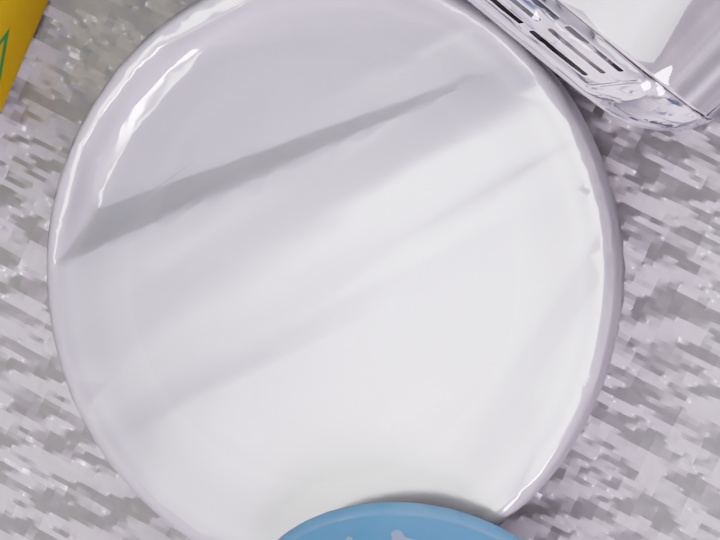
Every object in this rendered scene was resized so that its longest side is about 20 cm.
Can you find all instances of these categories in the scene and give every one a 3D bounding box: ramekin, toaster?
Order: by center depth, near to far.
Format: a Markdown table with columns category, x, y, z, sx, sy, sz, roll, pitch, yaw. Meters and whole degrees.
| category | x | y | z | sx | sy | sz | roll | pitch | yaw |
| --- | --- | --- | --- | --- | --- | --- | --- | --- | --- |
| toaster | 0.080 | -0.136 | 0.852 | 0.200 | 0.114 | 0.129 | 40 | 100 | 6 |
| ramekin | 0.000 | 0.000 | 0.917 | 0.201 | 0.094 | 0.203 | 0 | 91 | 17 |

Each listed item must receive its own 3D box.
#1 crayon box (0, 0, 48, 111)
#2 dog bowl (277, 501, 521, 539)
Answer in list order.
| category | x | y | z | sx | sy | sz | roll | pitch | yaw |
| --- | --- | --- | --- | --- | --- | --- | --- | --- | --- |
| crayon box | -0.196 | -0.086 | 1.000 | 0.127 | 0.051 | 0.201 | 26 | 97 | 16 |
| dog bowl | -0.002 | 0.164 | 0.889 | 0.111 | 0.050 | 0.200 | 19 | 128 | -9 |
